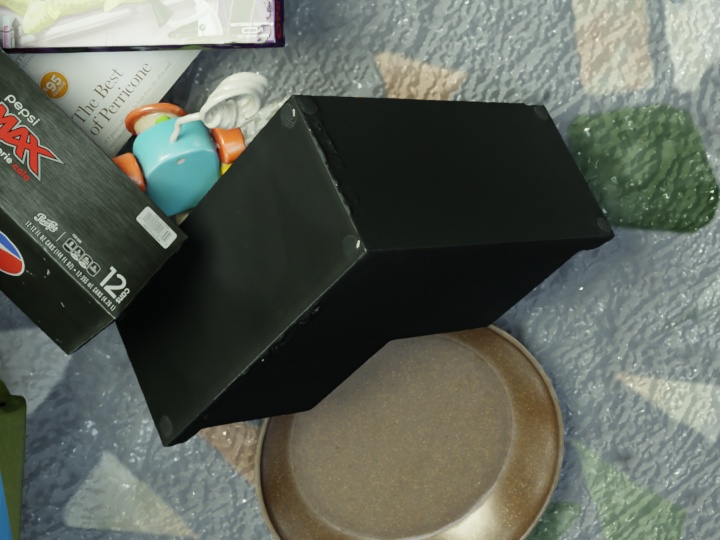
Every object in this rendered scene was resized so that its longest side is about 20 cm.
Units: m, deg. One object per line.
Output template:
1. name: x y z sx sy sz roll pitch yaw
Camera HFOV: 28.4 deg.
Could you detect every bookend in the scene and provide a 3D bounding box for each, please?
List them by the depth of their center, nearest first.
1. bookend: 0.000 0.000 0.793 0.199 0.093 0.199 -5 151 -43

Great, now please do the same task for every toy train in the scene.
1. toy train: -0.051 -0.072 0.777 0.150 0.056 0.199 -37 155 24

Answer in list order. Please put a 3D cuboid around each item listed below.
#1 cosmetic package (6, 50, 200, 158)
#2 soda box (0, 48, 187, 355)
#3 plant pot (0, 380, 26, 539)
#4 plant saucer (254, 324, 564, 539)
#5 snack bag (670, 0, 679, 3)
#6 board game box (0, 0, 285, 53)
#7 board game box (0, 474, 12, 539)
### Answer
1. cosmetic package: -0.103 -0.164 0.760 0.082 0.051 0.200 37 100 -19
2. soda box: -0.183 -0.056 0.691 0.200 0.071 0.063 46 55 -10
3. plant pot: -0.265 0.149 0.786 0.198 0.200 0.187 10 97 -14
4. plant saucer: 0.029 0.112 0.898 0.198 0.037 0.203 -4 112 -9
5. snack bag: 0.163 -0.244 0.741 0.199 0.021 0.190 3 120 -51
6. board game box: -0.137 -0.171 0.715 0.197 0.032 0.122 0 91 9
7. board game box: -0.275 0.070 0.660 0.197 0.056 0.198 -8 97 10
